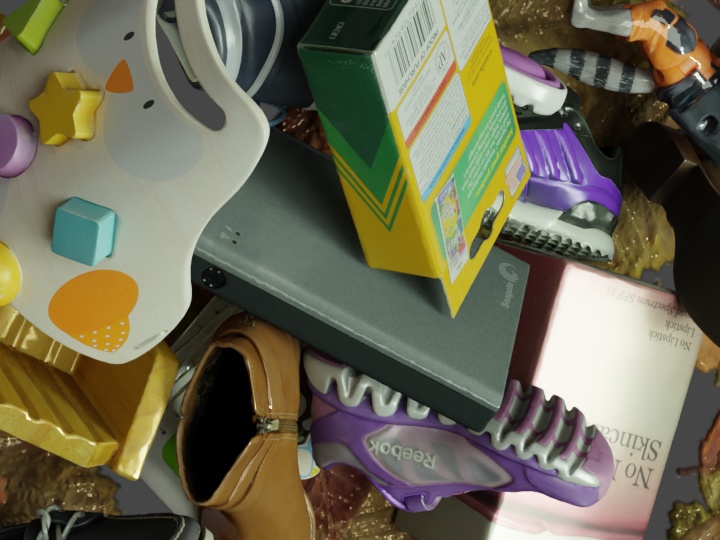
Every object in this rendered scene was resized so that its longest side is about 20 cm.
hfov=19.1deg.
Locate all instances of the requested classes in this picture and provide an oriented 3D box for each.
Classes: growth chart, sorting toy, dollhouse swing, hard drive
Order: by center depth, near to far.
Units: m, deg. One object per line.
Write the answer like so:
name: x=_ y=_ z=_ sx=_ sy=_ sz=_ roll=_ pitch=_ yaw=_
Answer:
sorting toy: x=-0.124 y=-0.081 z=1.090 sx=0.106 sy=0.179 sz=0.202 roll=5 pitch=60 yaw=-50
dollhouse swing: x=-0.181 y=-0.025 z=1.167 sx=0.199 sy=0.182 sz=0.177 roll=29 pitch=95 yaw=-29
hard drive: x=0.000 y=0.000 z=1.253 sx=0.199 sy=0.140 sz=0.033 roll=28 pitch=127 yaw=-8
growth chart: x=-0.062 y=0.071 z=1.326 sx=0.145 sy=0.018 sz=0.201 roll=40 pitch=81 yaw=-28

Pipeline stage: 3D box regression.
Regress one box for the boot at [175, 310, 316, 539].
boot: x=-0.066 y=0.124 z=1.230 sx=0.076 sy=0.155 sz=0.202 roll=9 pitch=95 yaw=6

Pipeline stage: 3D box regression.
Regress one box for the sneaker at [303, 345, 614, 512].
sneaker: x=0.053 y=0.107 z=1.285 sx=0.080 sy=0.198 sz=0.089 roll=-36 pitch=142 yaw=-66

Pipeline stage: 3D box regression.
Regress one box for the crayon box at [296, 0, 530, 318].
crayon box: x=0.034 y=-0.088 z=1.208 sx=0.126 sy=0.051 sz=0.201 roll=-59 pitch=146 yaw=-36

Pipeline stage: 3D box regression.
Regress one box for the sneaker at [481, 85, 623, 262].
sneaker: x=0.092 y=-0.081 z=1.362 sx=0.199 sy=0.069 sz=0.100 roll=23 pitch=80 yaw=-34

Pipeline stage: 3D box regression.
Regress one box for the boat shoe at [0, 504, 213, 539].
boat shoe: x=-0.172 y=0.166 z=1.191 sx=0.063 sy=0.199 sz=0.073 roll=54 pitch=36 yaw=-25

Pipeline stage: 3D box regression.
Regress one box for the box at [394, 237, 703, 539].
box: x=0.123 y=0.094 z=1.381 sx=0.127 sy=0.109 sz=0.202 roll=15 pitch=91 yaw=-31

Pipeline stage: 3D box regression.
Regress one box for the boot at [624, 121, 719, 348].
boot: x=0.279 y=-0.010 z=1.411 sx=0.199 sy=0.188 sz=0.064 roll=15 pitch=135 yaw=-43

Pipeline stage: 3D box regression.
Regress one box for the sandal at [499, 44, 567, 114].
sandal: x=0.042 y=-0.157 z=1.297 sx=0.201 sy=0.083 sz=0.050 roll=24 pitch=105 yaw=-22

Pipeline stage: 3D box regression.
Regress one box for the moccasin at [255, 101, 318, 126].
moccasin: x=-0.071 y=-0.132 z=1.261 sx=0.199 sy=0.080 sz=0.068 roll=37 pitch=83 yaw=-14

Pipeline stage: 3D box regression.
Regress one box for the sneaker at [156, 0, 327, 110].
sneaker: x=-0.058 y=-0.191 z=1.189 sx=0.107 sy=0.070 sz=0.202 roll=0 pitch=87 yaw=-25

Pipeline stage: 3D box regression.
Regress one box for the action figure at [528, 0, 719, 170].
action figure: x=0.211 y=-0.118 z=1.374 sx=0.193 sy=0.200 sz=0.105 roll=37 pitch=88 yaw=2
